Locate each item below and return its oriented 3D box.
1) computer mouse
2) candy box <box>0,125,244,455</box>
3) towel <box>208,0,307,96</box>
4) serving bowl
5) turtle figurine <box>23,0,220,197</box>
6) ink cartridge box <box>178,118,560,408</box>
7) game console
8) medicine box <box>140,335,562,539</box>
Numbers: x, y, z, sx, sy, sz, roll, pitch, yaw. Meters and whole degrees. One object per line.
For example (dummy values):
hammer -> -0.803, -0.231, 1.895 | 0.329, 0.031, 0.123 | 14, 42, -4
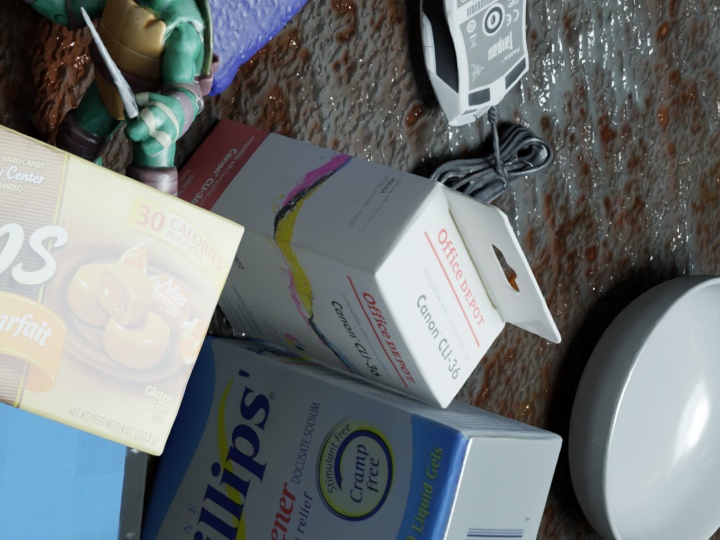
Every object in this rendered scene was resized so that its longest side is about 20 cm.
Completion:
computer mouse -> 0.067, -0.127, 1.676 | 0.109, 0.044, 0.201 | -32, 133, -34
candy box -> -0.160, -0.002, 1.267 | 0.199, 0.055, 0.116 | 22, 86, -34
towel -> -0.060, -0.208, 1.484 | 0.200, 0.049, 0.148 | -51, 130, -24
serving bowl -> 0.200, 0.095, 1.909 | 0.200, 0.066, 0.201 | -22, 120, -45
turtle figurine -> -0.116, -0.098, 1.370 | 0.100, 0.150, 0.201 | -14, 131, -31
ink cartridge box -> 0.000, 0.000, 1.510 | 0.068, 0.199, 0.117 | -53, 138, -23
game console -> -0.176, 0.119, 1.368 | 0.171, 0.118, 0.201 | -74, 172, -59
medicine box -> -0.014, 0.149, 1.551 | 0.103, 0.199, 0.183 | 8, 97, -54
